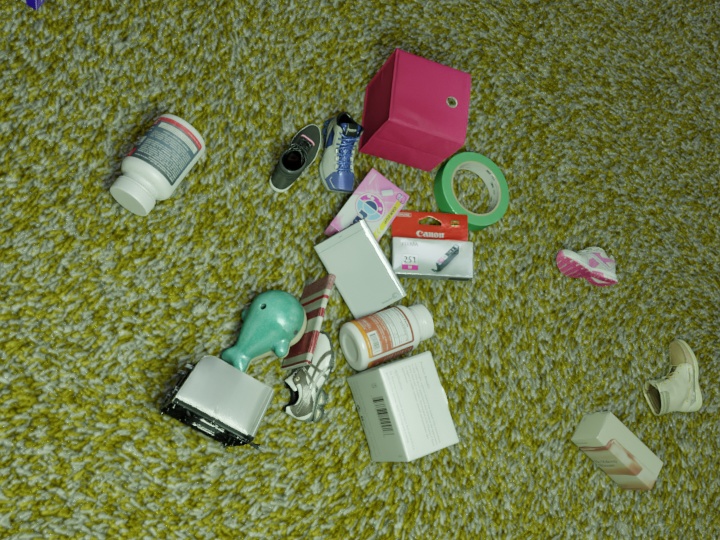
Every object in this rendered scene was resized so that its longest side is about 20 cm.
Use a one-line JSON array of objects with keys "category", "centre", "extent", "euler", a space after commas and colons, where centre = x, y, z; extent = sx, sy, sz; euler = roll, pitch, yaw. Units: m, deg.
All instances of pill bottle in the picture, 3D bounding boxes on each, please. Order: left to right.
[{"category": "pill bottle", "centre": [-0.427, -0.218, 1.485], "extent": [0.119, 0.120, 0.200], "euler": [36, 65, -11]}, {"category": "pill bottle", "centre": [0.062, 0.144, 1.605], "extent": [0.200, 0.112, 0.112], "euler": [-17, 83, -27]}]

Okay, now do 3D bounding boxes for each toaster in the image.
[{"category": "toaster", "centre": [-0.275, 0.262, 1.387], "extent": [0.200, 0.181, 0.119], "euler": [31, 65, -12]}]

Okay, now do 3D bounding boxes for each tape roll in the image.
[{"category": "tape roll", "centre": [0.287, -0.205, 1.834], "extent": [0.200, 0.048, 0.201], "euler": [6, 74, -22]}]

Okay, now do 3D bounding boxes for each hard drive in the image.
[{"category": "hard drive", "centre": [0.000, 0.000, 1.612], "extent": [0.132, 0.027, 0.200], "euler": [-29, 99, 9]}]

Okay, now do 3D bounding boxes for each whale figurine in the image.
[{"category": "whale figurine", "centre": [-0.209, 0.124, 1.479], "extent": [0.200, 0.104, 0.159], "euler": [-42, 54, -9]}]

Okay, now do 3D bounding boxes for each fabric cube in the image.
[{"category": "fabric cube", "centre": [0.130, -0.384, 1.729], "extent": [0.199, 0.200, 0.197], "euler": [14, 72, -19]}]

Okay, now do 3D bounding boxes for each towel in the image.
[{"category": "towel", "centre": [-0.110, 0.113, 1.520], "extent": [0.023, 0.144, 0.200], "euler": [23, 68, -21]}]

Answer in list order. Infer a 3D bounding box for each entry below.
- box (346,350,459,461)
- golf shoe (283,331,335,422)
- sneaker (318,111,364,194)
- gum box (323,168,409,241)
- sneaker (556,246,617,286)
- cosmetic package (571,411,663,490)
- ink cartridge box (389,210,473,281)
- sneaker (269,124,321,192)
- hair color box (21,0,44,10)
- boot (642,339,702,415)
[{"category": "box", "centre": [0.086, 0.295, 1.526], "extent": [0.130, 0.200, 0.199], "euler": [-14, 81, -24]}, {"category": "golf shoe", "centre": [-0.112, 0.222, 1.528], "extent": [0.094, 0.078, 0.201], "euler": [14, 70, -19]}, {"category": "sneaker", "centre": [-0.044, -0.290, 1.674], "extent": [0.080, 0.115, 0.200], "euler": [3, 75, -22]}, {"category": "gum box", "centre": [0.012, -0.128, 1.676], "extent": [0.113, 0.066, 0.200], "euler": [37, 66, -4]}, {"category": "sneaker", "centre": [0.608, -0.025, 1.913], "extent": [0.200, 0.081, 0.088], "euler": [20, 67, -26]}, {"category": "cosmetic package", "centre": [0.643, 0.454, 1.780], "extent": [0.200, 0.103, 0.087], "euler": [43, 63, -6]}, {"category": "ink cartridge box", "centre": [0.173, -0.066, 1.721], "extent": [0.199, 0.044, 0.174], "euler": [3, 75, -6]}, {"category": "sneaker", "centre": [-0.135, -0.275, 1.640], "extent": [0.071, 0.099, 0.200], "euler": [35, 64, -9]}, {"category": "hair color box", "centre": [-0.689, -0.673, 1.527], "extent": [0.109, 0.065, 0.200], "euler": [31, 64, -13]}, {"category": "boot", "centre": [0.839, 0.290, 1.929], "extent": [0.154, 0.072, 0.201], "euler": [-2, 77, -21]}]
